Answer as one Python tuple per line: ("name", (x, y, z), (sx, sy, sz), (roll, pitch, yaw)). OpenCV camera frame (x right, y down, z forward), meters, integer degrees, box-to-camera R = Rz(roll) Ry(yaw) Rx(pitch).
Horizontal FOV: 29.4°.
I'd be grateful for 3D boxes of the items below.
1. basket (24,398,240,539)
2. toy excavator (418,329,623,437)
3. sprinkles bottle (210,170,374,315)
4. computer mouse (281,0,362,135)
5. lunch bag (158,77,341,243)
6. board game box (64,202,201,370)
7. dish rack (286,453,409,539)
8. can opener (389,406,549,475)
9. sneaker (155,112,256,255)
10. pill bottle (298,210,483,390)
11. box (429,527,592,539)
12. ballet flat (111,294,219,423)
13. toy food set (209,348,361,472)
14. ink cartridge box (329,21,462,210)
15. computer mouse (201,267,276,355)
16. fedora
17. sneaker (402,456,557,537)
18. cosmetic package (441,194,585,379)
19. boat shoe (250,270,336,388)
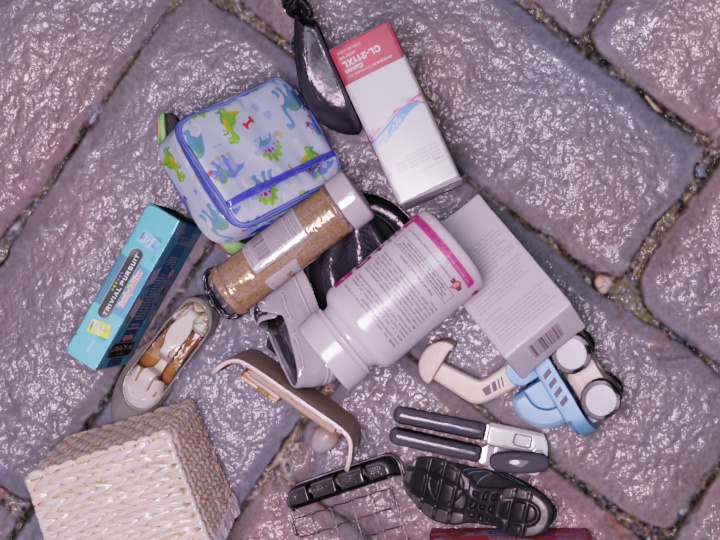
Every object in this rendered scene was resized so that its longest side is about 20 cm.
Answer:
("basket", (-0.267, 0.266, 1.624), (0.196, 0.200, 0.163), (-18, 95, 5))
("toy excavator", (0.194, 0.135, 1.662), (0.199, 0.100, 0.196), (-33, 86, 11))
("sprinkles bottle", (-0.080, -0.032, 1.600), (0.199, 0.068, 0.069), (-36, 87, 6))
("computer mouse", (-0.058, -0.250, 1.659), (0.052, 0.138, 0.202), (-23, 91, 3))
("lunch bag", (-0.127, -0.129, 1.640), (0.199, 0.082, 0.162), (-27, 85, -39))
("board game box", (-0.271, 0.020, 1.659), (0.047, 0.151, 0.202), (30, 91, 4))
("dish rack", (-0.001, 0.337, 1.662), (0.152, 0.055, 0.202), (-19, 79, 13))
("can opener", (0.134, 0.208, 1.672), (0.197, 0.067, 0.054), (11, 89, 4))
("sneaker", (-0.186, -0.114, 1.702), (0.083, 0.077, 0.201), (-36, 95, -8))
("pill bottle", (0.033, 0.036, 1.560), (0.199, 0.113, 0.114), (-40, 87, -2))
("box", (0.181, 0.367, 1.652), (0.197, 0.095, 0.101), (-1, 90, 4))
("ballet flat", (-0.250, 0.113, 1.700), (0.067, 0.064, 0.201), (37, 92, 4))
("toy food set", (-0.086, 0.167, 1.649), (0.199, 0.143, 0.061), (34, 93, 3))
("ink cartridge box", (0.045, -0.180, 1.643), (0.082, 0.146, 0.202), (-24, 87, 4))
("computer mouse", (-0.113, 0.064, 1.688), (0.199, 0.034, 0.059), (35, 81, -7))
("fedora", (0.000, 0.000, 1.661), (0.198, 0.092, 0.204), (0, 85, -3))
("sneaker", (0.146, 0.278, 1.672), (0.198, 0.079, 0.076), (16, 96, 24))
("cosmetic package", (0.164, 0.018, 1.624), (0.101, 0.071, 0.201), (-38, 55, 3))
("boat shoe", (-0.095, 0.053, 1.647), (0.068, 0.072, 0.202), (-12, 69, -34))
